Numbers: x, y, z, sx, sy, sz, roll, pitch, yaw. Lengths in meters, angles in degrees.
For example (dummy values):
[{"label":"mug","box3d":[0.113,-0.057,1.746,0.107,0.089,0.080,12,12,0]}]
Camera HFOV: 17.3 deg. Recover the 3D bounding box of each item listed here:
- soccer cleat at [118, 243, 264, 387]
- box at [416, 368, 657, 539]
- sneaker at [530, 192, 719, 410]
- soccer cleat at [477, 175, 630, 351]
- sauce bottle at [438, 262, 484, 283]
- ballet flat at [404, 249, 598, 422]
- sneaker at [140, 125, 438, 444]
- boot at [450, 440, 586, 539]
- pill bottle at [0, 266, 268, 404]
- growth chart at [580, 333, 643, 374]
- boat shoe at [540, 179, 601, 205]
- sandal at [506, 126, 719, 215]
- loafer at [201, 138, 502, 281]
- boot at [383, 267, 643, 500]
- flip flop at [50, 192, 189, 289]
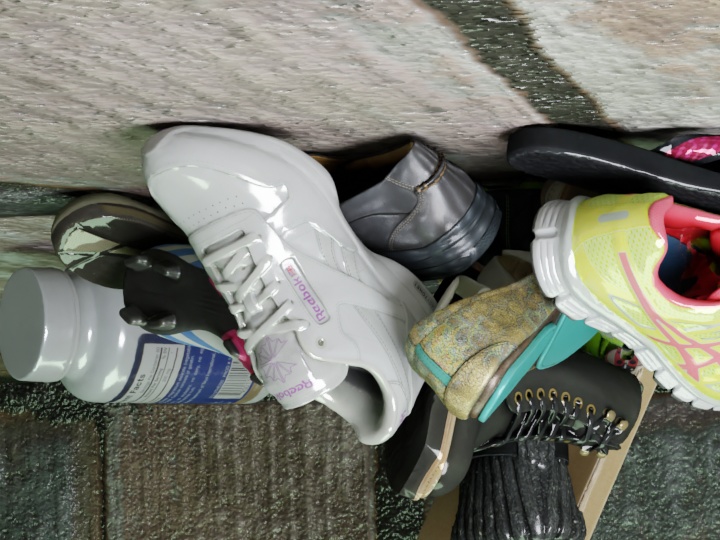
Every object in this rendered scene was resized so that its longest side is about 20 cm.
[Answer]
[{"label":"soccer cleat","box3d":[-0.055,0.023,1.378,0.086,0.070,0.199,-3,-163,-44]},{"label":"box","box3d":[0.120,0.104,1.526,0.021,0.201,0.163,28,172,-27]},{"label":"sneaker","box3d":[0.182,0.015,1.219,0.199,0.079,0.090,25,150,-37]},{"label":"soccer cleat","box3d":[0.132,-0.001,1.369,0.199,0.082,0.068,10,155,-8]},{"label":"sauce bottle","box3d":[0.082,-0.009,1.505,0.066,0.067,0.200,-1,176,8]},{"label":"ballet flat","box3d":[0.080,0.022,1.239,0.070,0.071,0.200,-3,-168,27]},{"label":"sneaker","box3d":[-0.035,0.006,1.185,0.200,0.100,0.075,42,135,-23]},{"label":"boot","box3d":[0.082,0.103,1.485,0.079,0.159,0.211,-6,173,-7]},{"label":"pill bottle","box3d":[-0.162,0.043,1.750,0.199,0.112,0.111,3,173,-33]},{"label":"growth chart","box3d":[0.232,0.022,1.433,0.199,0.018,0.145,-2,-144,14]},{"label":"boat shoe","box3d":[0.199,-0.024,1.322,0.199,0.073,0.065,9,-173,-13]},{"label":"sandal","box3d":[0.173,-0.054,1.213,0.199,0.045,0.075,16,165,-12]},{"label":"loafer","box3d":[-0.019,-0.036,1.274,0.199,0.073,0.072,-9,130,38]},{"label":"boot","box3d":[0.094,0.079,1.301,0.138,0.078,0.200,29,-147,-6]},{"label":"flip flop","box3d":[-0.124,-0.011,1.485,0.081,0.058,0.200,-37,144,19]}]
